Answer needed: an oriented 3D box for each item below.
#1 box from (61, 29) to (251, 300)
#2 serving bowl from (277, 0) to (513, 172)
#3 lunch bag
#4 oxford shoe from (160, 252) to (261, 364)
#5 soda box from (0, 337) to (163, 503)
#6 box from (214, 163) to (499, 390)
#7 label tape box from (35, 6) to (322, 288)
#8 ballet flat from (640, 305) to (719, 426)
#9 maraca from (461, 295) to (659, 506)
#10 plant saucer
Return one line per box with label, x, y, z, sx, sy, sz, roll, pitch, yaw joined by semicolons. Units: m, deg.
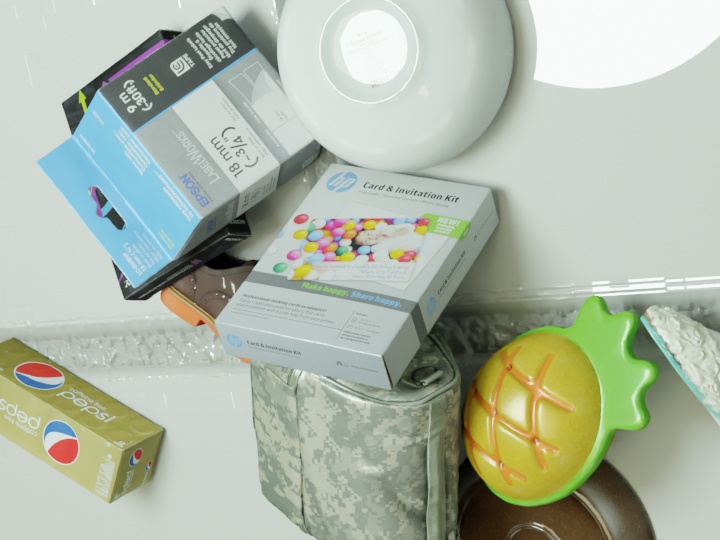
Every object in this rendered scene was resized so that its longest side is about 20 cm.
box;-0.184;-0.091;1.600;0.143;0.036;0.201;-30;74;34
serving bowl;0.018;-0.175;1.433;0.199;0.066;0.201;3;99;21
lunch bag;0.011;0.137;1.478;0.168;0.139;0.201;34;135;42
oxford shoe;-0.091;0.033;1.588;0.200;0.071;0.073;27;113;23
soda box;-0.291;0.143;1.745;0.200;0.068;0.064;29;117;22
box;0.000;0.000;1.444;0.155;0.200;0.041;11;136;29
label tape box;-0.150;-0.104;1.509;0.144;0.200;0.063;50;163;9
ballet flat;0.293;0.101;1.379;0.072;0.072;0.200;-35;87;34
maraca;0.156;0.105;1.426;0.200;0.107;0.138;-40;60;37
plant saucer;0.152;0.235;1.519;0.199;0.032;0.201;9;108;30
